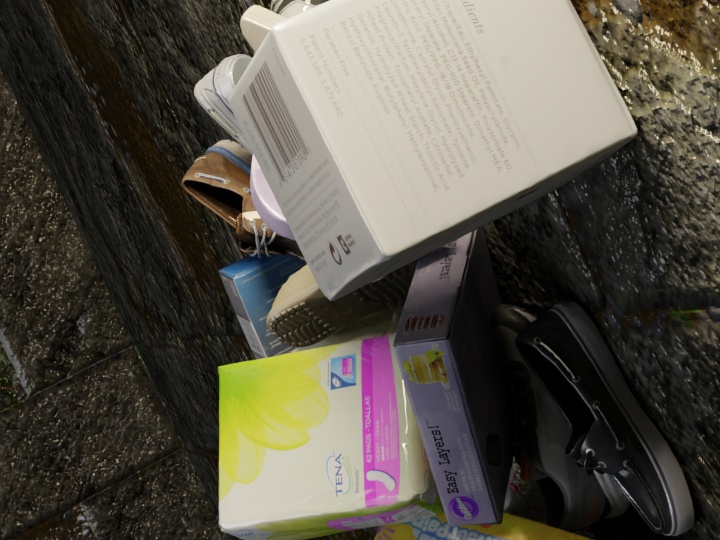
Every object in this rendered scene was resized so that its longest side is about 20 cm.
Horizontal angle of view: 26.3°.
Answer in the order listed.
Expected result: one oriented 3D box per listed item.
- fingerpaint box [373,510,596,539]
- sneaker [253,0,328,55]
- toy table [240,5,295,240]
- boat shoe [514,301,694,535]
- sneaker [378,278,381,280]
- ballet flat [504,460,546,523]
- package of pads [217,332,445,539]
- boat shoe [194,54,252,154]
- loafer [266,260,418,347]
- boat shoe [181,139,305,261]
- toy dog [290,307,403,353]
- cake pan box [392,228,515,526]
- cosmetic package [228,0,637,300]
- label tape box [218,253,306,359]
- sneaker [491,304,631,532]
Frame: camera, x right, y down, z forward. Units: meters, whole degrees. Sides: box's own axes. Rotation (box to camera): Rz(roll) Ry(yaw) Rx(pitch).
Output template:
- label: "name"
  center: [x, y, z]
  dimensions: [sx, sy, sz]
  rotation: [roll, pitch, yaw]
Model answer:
- label: "fingerpaint box"
  center: [0.133, 0.261, 1.309]
  dimensions: [0.199, 0.074, 0.167]
  rotation: [12, 159, 33]
- label: "sneaker"
  center: [-0.050, -0.226, 1.387]
  dimensions: [0.200, 0.075, 0.088]
  rotation: [-153, 68, -76]
- label: "toy table"
  center: [-0.012, -0.129, 1.209]
  dimensions: [0.183, 0.201, 0.117]
  rotation: [16, 142, 5]
- label: "boat shoe"
  center: [0.184, 0.123, 1.192]
  dimensions: [0.201, 0.066, 0.070]
  rotation: [62, 163, 3]
- label: "sneaker"
  center: [0.040, -0.080, 1.309]
  dimensions: [0.070, 0.099, 0.201]
  rotation: [47, -154, -37]
- label: "ballet flat"
  center: [0.153, 0.243, 1.439]
  dimensions: [0.076, 0.064, 0.201]
  rotation: [38, 150, 43]
- label: "package of pads"
  center: [-0.026, 0.145, 1.302]
  dimensions: [0.068, 0.199, 0.156]
  rotation: [34, -130, -56]
- label: "boat shoe"
  center: [-0.072, -0.129, 1.462]
  dimensions: [0.067, 0.074, 0.200]
  rotation: [-16, 128, 45]
- label: "loafer"
  center: [0.000, 0.000, 1.397]
  dimensions: [0.076, 0.199, 0.069]
  rotation: [49, -154, -39]
- label: "boat shoe"
  center: [-0.091, -0.047, 1.503]
  dimensions: [0.199, 0.072, 0.073]
  rotation: [34, 144, 24]
- label: "toy dog"
  center: [0.024, 0.096, 1.425]
  dimensions: [0.200, 0.193, 0.140]
  rotation: [-127, 27, -54]
- label: "cake pan box"
  center: [0.087, 0.077, 1.274]
  dimensions: [0.200, 0.052, 0.185]
  rotation: [-71, -30, -55]
- label: "cosmetic package"
  center: [0.043, -0.105, 1.043]
  dimensions: [0.166, 0.199, 0.165]
  rotation: [63, 163, 3]
- label: "label tape box"
  center: [-0.045, 0.062, 1.635]
  dimensions: [0.063, 0.144, 0.201]
  rotation: [16, 130, 67]
- label: "sneaker"
  center: [0.153, 0.122, 1.263]
  dimensions: [0.201, 0.079, 0.074]
  rotation: [66, 164, -3]
